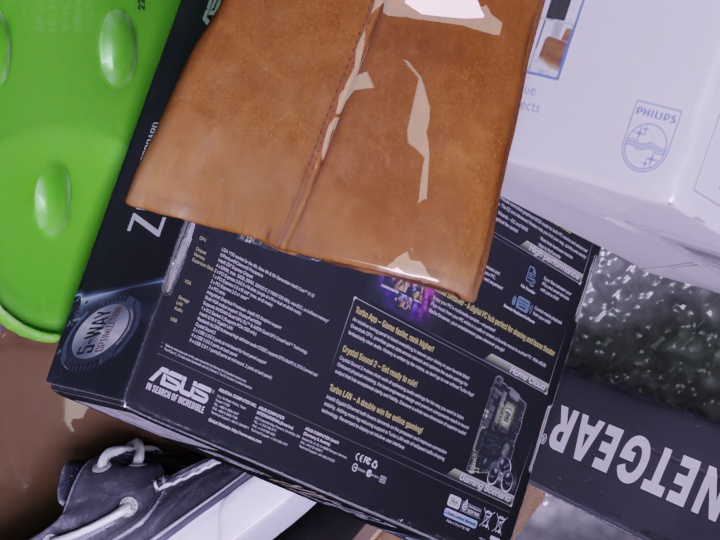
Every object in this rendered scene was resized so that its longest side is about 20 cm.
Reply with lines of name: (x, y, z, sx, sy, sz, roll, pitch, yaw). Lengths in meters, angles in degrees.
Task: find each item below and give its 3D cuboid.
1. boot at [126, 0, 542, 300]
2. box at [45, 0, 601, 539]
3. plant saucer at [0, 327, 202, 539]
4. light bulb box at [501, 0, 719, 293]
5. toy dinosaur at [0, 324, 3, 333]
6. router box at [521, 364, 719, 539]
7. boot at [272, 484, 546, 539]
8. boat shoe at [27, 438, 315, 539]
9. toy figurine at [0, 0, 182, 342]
boot: (-0.023, -0.111, 0.633, 0.187, 0.068, 0.201, 21, 95, 3)
box: (0.000, 0.000, 0.769, 0.200, 0.043, 0.161, 27, 76, -43)
plant saucer: (-0.135, 0.089, 0.886, 0.199, 0.029, 0.201, -1, 105, -3)
light bulb box: (0.127, -0.103, 0.720, 0.198, 0.124, 0.201, 22, 86, -53)
toy dinosaur: (-0.077, -0.051, 0.820, 0.181, 0.105, 0.200, -42, 85, -16)
router box: (0.154, 0.095, 0.796, 0.149, 0.200, 0.051, 26, 87, -24)
boot: (-0.001, 0.127, 0.871, 0.200, 0.074, 0.075, -48, 114, -5)
boat shoe: (-0.088, 0.098, 0.844, 0.200, 0.072, 0.068, -35, 80, 11)
toy figurine: (-0.156, -0.084, 0.763, 0.150, 0.183, 0.201, -7, 100, -45)
